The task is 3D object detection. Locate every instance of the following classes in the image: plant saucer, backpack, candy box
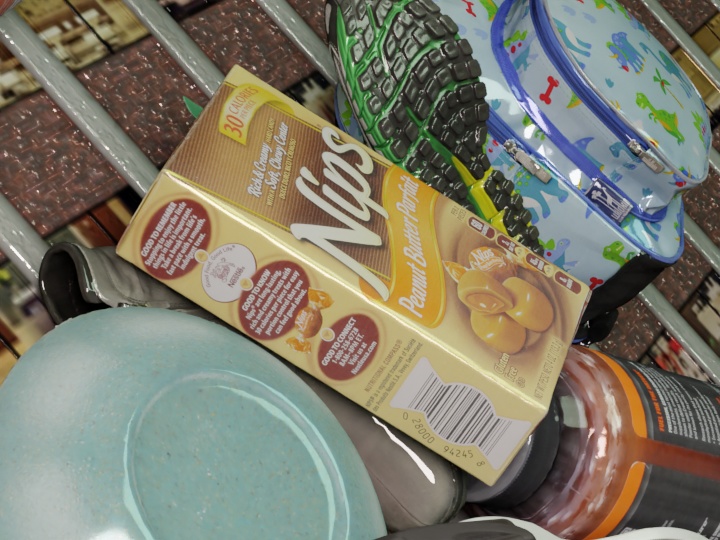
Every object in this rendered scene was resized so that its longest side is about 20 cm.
[{"bbox_3d":[-0.059,0.097,1.083,0.201,0.039,0.201,20,52,-28],"label":"plant saucer"},{"bbox_3d":[0.097,-0.085,1.486,0.200,0.147,0.183,38,26,-10],"label":"backpack"},{"bbox_3d":[0.000,0.000,1.195,0.200,0.055,0.115,33,31,-4],"label":"candy box"}]

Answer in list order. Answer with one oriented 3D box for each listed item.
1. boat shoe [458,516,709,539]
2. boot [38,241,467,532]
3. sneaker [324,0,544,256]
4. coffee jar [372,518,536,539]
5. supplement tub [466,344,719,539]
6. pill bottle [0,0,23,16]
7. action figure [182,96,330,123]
[{"bbox_3d":[0.108,0.163,1.262,0.200,0.076,0.060,5,47,-37],"label":"boat shoe"},{"bbox_3d":[-0.053,0.058,1.188,0.200,0.068,0.131,47,34,12],"label":"boot"},{"bbox_3d":[0.021,-0.059,1.364,0.078,0.085,0.200,-39,120,-36],"label":"sneaker"},{"bbox_3d":[0.045,0.199,1.041,0.104,0.085,0.200,-2,75,-55],"label":"coffee jar"},{"bbox_3d":[0.123,0.095,1.327,0.200,0.107,0.107,17,40,-45],"label":"supplement tub"},{"bbox_3d":[-0.193,-0.168,1.218,0.112,0.112,0.200,45,27,-4],"label":"pill bottle"},{"bbox_3d":[-0.021,0.005,1.305,0.118,0.055,0.200,22,40,-44],"label":"action figure"}]
